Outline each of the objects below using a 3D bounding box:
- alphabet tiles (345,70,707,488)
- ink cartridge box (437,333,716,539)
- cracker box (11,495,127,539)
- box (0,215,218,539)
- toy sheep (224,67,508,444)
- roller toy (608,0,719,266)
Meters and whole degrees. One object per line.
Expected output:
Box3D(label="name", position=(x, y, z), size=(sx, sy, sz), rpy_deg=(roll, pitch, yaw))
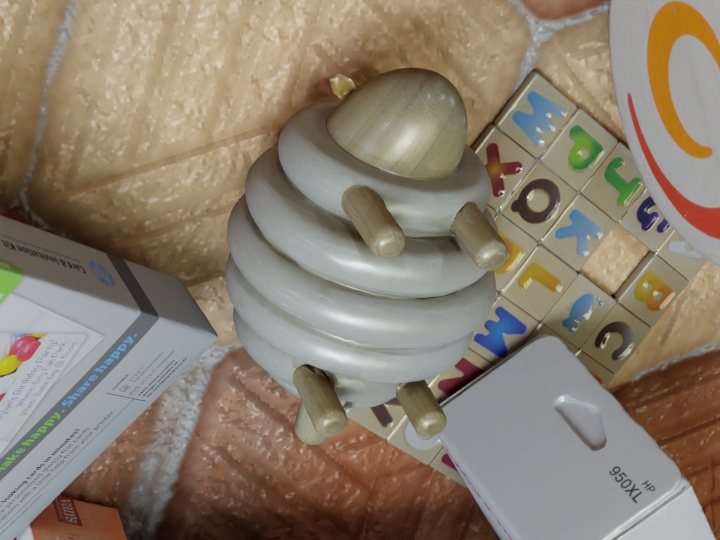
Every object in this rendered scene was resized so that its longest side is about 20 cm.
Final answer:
Box3D(label="alphabet tiles", position=(0.084, 0.019, 0.790), size=(0.167, 0.008, 0.200), rpy_deg=(33, 97, -33))
Box3D(label="ink cartridge box", position=(0.131, 0.152, 0.786), size=(0.084, 0.145, 0.200), rpy_deg=(-34, 126, -5))
Box3D(label="cracker box", position=(-0.164, 0.224, 0.702), size=(0.057, 0.134, 0.201), rpy_deg=(19, 105, -26))
Box3D(label="box", position=(-0.170, 0.048, 0.602), size=(0.156, 0.041, 0.200), rpy_deg=(-44, 152, 11))
Box3D(label="toy sheep", position=(0.000, 0.000, 0.671), size=(0.137, 0.138, 0.201), rpy_deg=(7, 120, -26))
Box3D(label="roller toy", position=(0.212, -0.100, 0.687), size=(0.139, 0.200, 0.183), rpy_deg=(-15, 142, -16))
